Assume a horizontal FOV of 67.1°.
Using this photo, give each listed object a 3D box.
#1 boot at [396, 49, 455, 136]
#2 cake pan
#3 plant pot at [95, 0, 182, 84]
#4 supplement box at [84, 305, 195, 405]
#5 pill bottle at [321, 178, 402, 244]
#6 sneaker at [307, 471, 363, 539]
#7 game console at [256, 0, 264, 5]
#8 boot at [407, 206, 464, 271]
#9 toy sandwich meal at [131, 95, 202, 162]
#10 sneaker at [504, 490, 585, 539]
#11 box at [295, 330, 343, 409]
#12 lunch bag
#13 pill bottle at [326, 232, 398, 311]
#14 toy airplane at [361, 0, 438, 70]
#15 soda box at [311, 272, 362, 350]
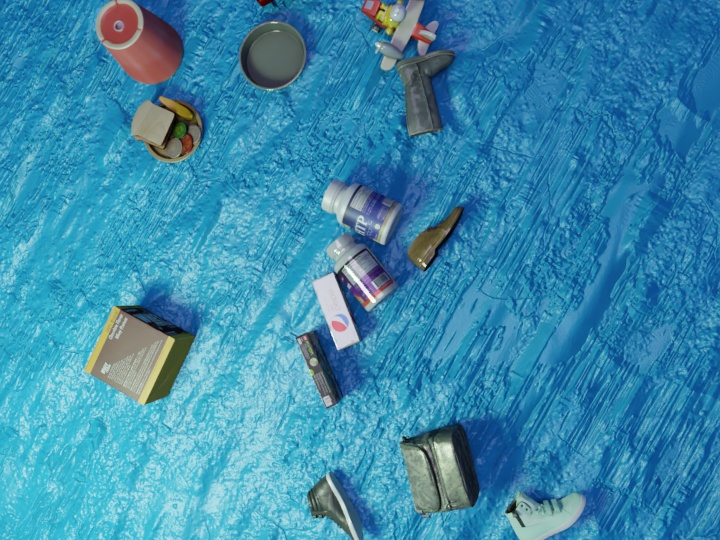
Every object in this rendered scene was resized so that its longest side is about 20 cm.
[{"bbox_3d":[0.194,-0.479,1.474,0.180,0.073,0.202,-16,86,1],"label":"boot"},{"bbox_3d":[-0.248,-0.610,1.556,0.198,0.037,0.203,0,87,8],"label":"cake pan"},{"bbox_3d":[-0.636,-0.656,1.540,0.198,0.177,0.203,0,87,8],"label":"plant pot"},{"bbox_3d":[-0.610,0.229,1.511,0.199,0.133,0.199,26,91,8],"label":"supplement box"},{"bbox_3d":[0.003,-0.163,1.458,0.199,0.120,0.121,26,91,9],"label":"pill bottle"},{"bbox_3d":[-0.071,0.654,1.453,0.099,0.071,0.201,-33,77,7],"label":"sneaker"},{"bbox_3d":[-0.224,-0.849,1.530,0.199,0.173,0.119,-27,110,6],"label":"game console"},{"bbox_3d":[0.201,-0.100,1.457,0.075,0.074,0.201,38,94,18],"label":"boot"},{"bbox_3d":[-0.558,-0.412,1.570,0.203,0.070,0.208,0,87,8],"label":"toy sandwich meal"},{"bbox_3d":[0.464,0.599,1.376,0.200,0.074,0.119,-38,89,7],"label":"sneaker"},{"bbox_3d":[-0.109,0.262,1.455,0.034,0.110,0.202,-25,85,5],"label":"box"},{"bbox_3d":[0.199,0.514,1.394,0.166,0.139,0.202,-18,84,22],"label":"lunch bag"},{"bbox_3d":[0.000,0.000,1.454,0.111,0.111,0.200,-40,82,4],"label":"pill bottle"},{"bbox_3d":[0.115,-0.665,1.457,0.197,0.141,0.202,-18,92,10],"label":"toy airplane"},{"bbox_3d":[-0.063,0.111,1.480,0.068,0.064,0.202,-22,85,6],"label":"soda box"}]
